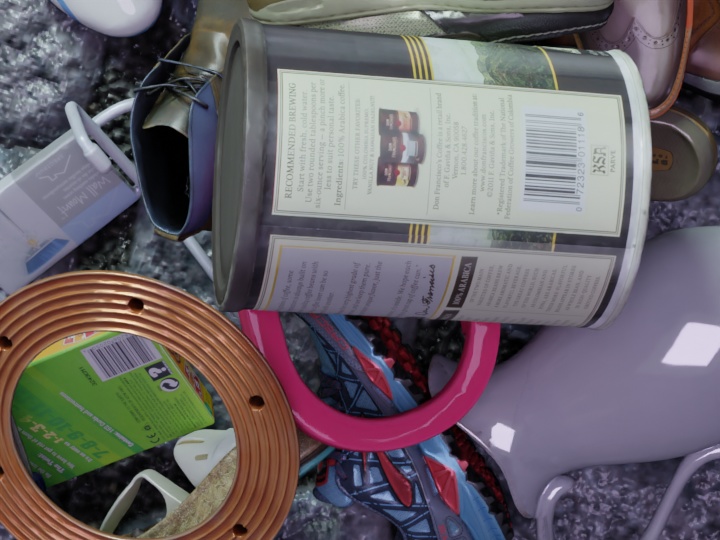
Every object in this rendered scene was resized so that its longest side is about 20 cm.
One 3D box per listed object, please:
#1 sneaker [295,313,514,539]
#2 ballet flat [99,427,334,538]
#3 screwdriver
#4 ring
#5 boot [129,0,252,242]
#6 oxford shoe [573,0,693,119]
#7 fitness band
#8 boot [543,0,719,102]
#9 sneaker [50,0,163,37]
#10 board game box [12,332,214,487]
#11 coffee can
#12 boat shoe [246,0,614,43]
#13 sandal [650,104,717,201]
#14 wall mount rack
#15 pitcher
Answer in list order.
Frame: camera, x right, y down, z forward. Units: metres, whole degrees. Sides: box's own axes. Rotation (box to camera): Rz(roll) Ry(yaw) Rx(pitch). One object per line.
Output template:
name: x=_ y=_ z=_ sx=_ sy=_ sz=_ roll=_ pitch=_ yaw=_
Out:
sneaker: x=0.004 y=0.098 z=1.109 sx=0.095 sy=0.079 sz=0.200 roll=-33 pitch=94 yaw=6
ballet flat: x=-0.099 y=0.134 z=1.103 sx=0.200 sy=0.070 sz=0.065 roll=-42 pitch=84 yaw=20
screwdriver: x=-0.196 y=0.109 z=1.089 sx=0.028 sy=0.029 sz=0.201 roll=-10 pitch=132 yaw=0
ring: x=-0.129 y=0.089 z=1.037 sx=0.199 sy=0.019 sz=0.201 roll=5 pitch=115 yaw=10
boot: x=-0.078 y=-0.112 z=1.053 sx=0.074 sy=0.097 sz=0.201 roll=11 pitch=114 yaw=30
oxford shoe: x=0.142 y=-0.183 z=1.031 sx=0.071 sy=0.073 sz=0.201 roll=-6 pitch=88 yaw=11
fitness band: x=0.000 y=0.000 z=1.045 sx=0.143 sy=0.037 sz=0.201 roll=-13 pitch=89 yaw=-10
boot: x=0.196 y=-0.196 z=1.091 sx=0.187 sy=0.068 sz=0.201 roll=0 pitch=90 yaw=14
sneaker: x=-0.183 y=-0.220 z=1.086 sx=0.072 sy=0.072 sz=0.200 roll=-33 pitch=95 yaw=3
board game box: x=-0.195 y=0.088 z=1.105 sx=0.199 sy=0.030 sz=0.096 roll=-23 pitch=130 yaw=8
coffee can: x=0.030 y=-0.046 z=0.959 sx=0.199 sy=0.146 sz=0.147 roll=4 pitch=96 yaw=-10
boat shoe: x=0.039 y=-0.136 z=1.023 sx=0.199 sy=0.073 sz=0.065 roll=0 pitch=122 yaw=9
sandal: x=0.101 y=-0.062 z=1.076 sx=0.199 sy=0.054 sz=0.081 roll=5 pitch=130 yaw=13
wall mount rack: x=-0.163 y=-0.001 z=1.110 sx=0.200 sy=0.075 sz=0.174 roll=-36 pitch=132 yaw=5
pitcher: x=0.164 y=0.079 z=1.088 sx=0.199 sy=0.121 sz=0.172 roll=-29 pitch=99 yaw=14
